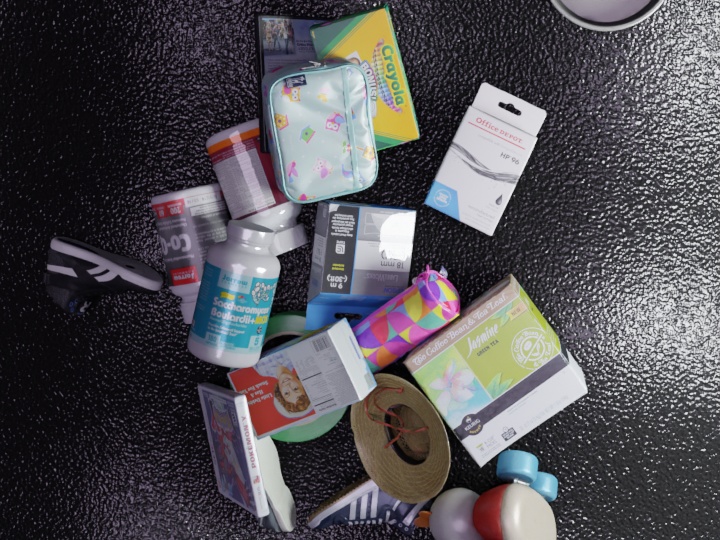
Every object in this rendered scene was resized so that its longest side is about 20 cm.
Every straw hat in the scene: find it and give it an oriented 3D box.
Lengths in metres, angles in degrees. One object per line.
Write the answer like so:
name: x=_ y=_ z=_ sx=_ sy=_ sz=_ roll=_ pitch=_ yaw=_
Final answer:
straw hat: x=0.083 y=0.243 z=1.673 sx=0.200 sy=0.085 sz=0.203 roll=11 pitch=108 yaw=39

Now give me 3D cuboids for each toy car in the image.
toy car: x=0.181 y=0.384 z=1.663 sx=0.198 sy=0.177 sz=0.186 roll=-5 pitch=60 yaw=30

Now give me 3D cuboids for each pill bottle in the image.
pill bottle: x=-0.248 y=-0.026 z=1.700 sx=0.113 sy=0.114 sz=0.202 roll=-11 pitch=95 yaw=9
pill bottle: x=-0.181 y=0.032 z=1.606 sx=0.110 sy=0.111 sz=0.202 roll=14 pitch=100 yaw=6
pill bottle: x=-0.154 y=-0.122 z=1.678 sx=0.109 sy=0.110 sz=0.202 roll=-20 pitch=94 yaw=10

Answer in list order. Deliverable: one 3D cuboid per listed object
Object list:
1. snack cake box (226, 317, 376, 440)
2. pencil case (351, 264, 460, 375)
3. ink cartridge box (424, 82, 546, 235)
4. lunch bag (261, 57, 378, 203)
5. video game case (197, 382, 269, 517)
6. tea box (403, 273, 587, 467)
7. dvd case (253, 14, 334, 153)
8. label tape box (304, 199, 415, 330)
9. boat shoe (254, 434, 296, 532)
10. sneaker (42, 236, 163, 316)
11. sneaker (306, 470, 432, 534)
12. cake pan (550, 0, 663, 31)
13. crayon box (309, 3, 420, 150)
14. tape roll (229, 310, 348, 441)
snack cake box: x=-0.089 y=0.164 z=1.650 sx=0.199 sy=0.067 sz=0.116 roll=-24 pitch=95 yaw=27
pencil case: x=0.060 y=0.076 z=1.638 sx=0.200 sy=0.088 sz=0.089 roll=-41 pitch=90 yaw=29
ink cartridge box: x=0.188 y=-0.169 z=1.646 sx=0.115 sy=0.068 sz=0.202 roll=25 pitch=99 yaw=4
lunch bag: x=-0.055 y=-0.206 z=1.588 sx=0.159 sy=0.077 sz=0.202 roll=-11 pitch=111 yaw=-10
video game case: x=-0.199 y=0.272 z=1.697 sx=0.023 sy=0.200 sz=0.184 roll=-13 pitch=96 yaw=-24
tea box: x=0.202 y=0.145 z=1.648 sx=0.199 sy=0.134 sz=0.197 roll=-38 pitch=89 yaw=10
dvd case: x=-0.094 y=-0.279 z=1.650 sx=0.017 sy=0.142 sz=0.202 roll=7 pitch=101 yaw=51
label tape box: x=0.000 y=0.000 z=1.666 sx=0.143 sy=0.063 sz=0.202 roll=3 pitch=98 yaw=-21
boat shoe: x=-0.159 y=0.331 z=1.735 sx=0.061 sy=0.073 sz=0.202 roll=-7 pitch=119 yaw=22
sneaker: x=-0.413 y=0.029 z=1.757 sx=0.198 sy=0.073 sz=0.113 roll=21 pitch=103 yaw=13
sneaker: x=0.019 y=0.383 z=1.734 sx=0.199 sy=0.070 sz=0.109 roll=-32 pitch=90 yaw=7
cake pan: x=0.360 y=-0.451 z=1.604 sx=0.198 sy=0.037 sz=0.203 roll=1 pitch=96 yaw=8
crayon box: x=0.009 y=-0.282 z=1.643 sx=0.118 sy=0.058 sz=0.202 roll=-14 pitch=107 yaw=9
tape roll: x=-0.106 y=0.167 z=1.737 sx=0.198 sy=0.048 sz=0.203 roll=1 pitch=97 yaw=8
